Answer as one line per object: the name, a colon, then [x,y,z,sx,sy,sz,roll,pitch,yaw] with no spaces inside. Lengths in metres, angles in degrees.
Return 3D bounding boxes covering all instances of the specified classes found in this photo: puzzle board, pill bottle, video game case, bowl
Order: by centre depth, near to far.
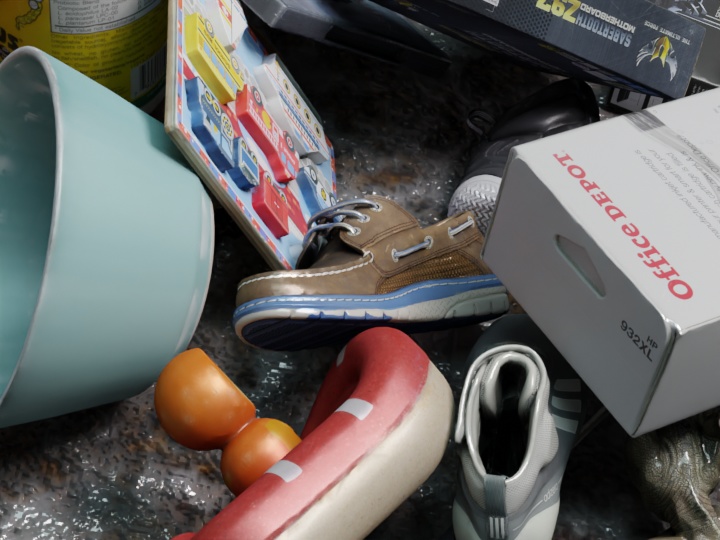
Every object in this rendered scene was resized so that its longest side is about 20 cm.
bowl: [-0.146,-0.009,1.150,0.104,0.201,0.202,10,47,-27]
puzzle board: [-0.054,-0.074,1.206,0.017,0.200,0.151,-17,49,17]
pill bottle: [-0.159,-0.181,1.218,0.112,0.201,0.113,3,50,-3]
video game case: [-0.041,-0.178,1.319,0.143,0.019,0.200,45,18,25]

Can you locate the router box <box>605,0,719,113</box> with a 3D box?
router box: [0.264,-0.158,1.408,0.156,0.052,0.200,22,51,9]

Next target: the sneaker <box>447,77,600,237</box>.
sneaker: [0.153,-0.053,1.289,0.199,0.076,0.114,9,49,-2]

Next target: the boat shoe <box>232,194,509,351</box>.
boat shoe: [0.000,0.000,1.180,0.199,0.072,0.073,-3,78,-52]

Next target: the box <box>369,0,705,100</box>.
box: [0.078,-0.160,1.275,0.199,0.051,0.157,19,2,-36]

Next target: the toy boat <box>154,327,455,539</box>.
toy boat: [-0.050,0.092,1.090,0.131,0.131,0.200,48,56,4]

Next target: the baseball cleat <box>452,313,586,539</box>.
baseball cleat: [0.085,0.064,1.136,0.069,0.107,0.200,2,35,4]

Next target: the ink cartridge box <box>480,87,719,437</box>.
ink cartridge box: [0.186,-0.014,1.144,0.199,0.084,0.145,-17,51,-30]

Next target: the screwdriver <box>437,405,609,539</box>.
screwdriver: [0.096,0.107,1.182,0.029,0.028,0.200,50,53,-6]

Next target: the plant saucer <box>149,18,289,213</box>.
plant saucer: [-0.138,-0.094,1.304,0.199,0.035,0.201,5,51,-6]

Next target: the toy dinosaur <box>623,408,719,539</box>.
toy dinosaur: [0.167,0.084,1.173,0.076,0.103,0.201,6,42,-10]
